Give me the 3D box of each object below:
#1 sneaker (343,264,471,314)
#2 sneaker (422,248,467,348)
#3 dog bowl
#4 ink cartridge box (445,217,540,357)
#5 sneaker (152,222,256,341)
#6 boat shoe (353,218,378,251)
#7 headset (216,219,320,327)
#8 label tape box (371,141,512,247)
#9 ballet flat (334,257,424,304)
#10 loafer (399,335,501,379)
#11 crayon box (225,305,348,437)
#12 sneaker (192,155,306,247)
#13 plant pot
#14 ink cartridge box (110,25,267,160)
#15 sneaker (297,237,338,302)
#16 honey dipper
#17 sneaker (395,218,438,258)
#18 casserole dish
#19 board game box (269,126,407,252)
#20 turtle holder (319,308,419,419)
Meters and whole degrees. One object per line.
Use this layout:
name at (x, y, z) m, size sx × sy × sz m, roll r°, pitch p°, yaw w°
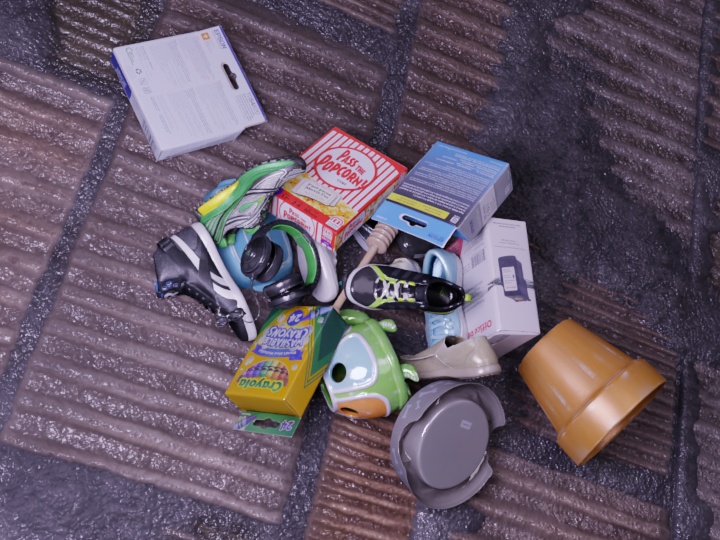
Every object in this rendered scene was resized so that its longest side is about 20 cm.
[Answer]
sneaker at (0.076, 0.026, 1.553) m, size 0.199 × 0.083 × 0.072 m, roll 5°, pitch 83°, yaw -18°
sneaker at (0.125, 0.060, 1.648) m, size 0.082 × 0.074 × 0.201 m, roll 21°, pitch 60°, yaw -53°
dog bowl at (0.130, 0.260, 1.542) m, size 0.199 × 0.059 × 0.201 m, roll -12°, pitch 110°, yaw -34°
ink cartridge box at (0.217, 0.033, 1.676) m, size 0.084 × 0.145 × 0.201 m, roll 6°, pitch 67°, yaw -22°
sneaker at (-0.247, 0.037, 1.531) m, size 0.112 × 0.073 × 0.201 m, roll -27°, pitch 83°, yaw -17°
boat shoe at (-0.015, -0.119, 1.687) m, size 0.072 × 0.068 × 0.200 m, roll -35°, pitch 85°, yaw -31°
headset at (-0.139, 0.012, 1.506) m, size 0.124 × 0.094 × 0.200 m, roll 52°, pitch 44°, yaw -17°
label tape box at (0.134, -0.110, 1.631) m, size 0.143 × 0.066 × 0.200 m, roll 22°, pitch 59°, yaw 31°
ballet flat at (0.045, 0.015, 1.656) m, size 0.199 × 0.068 × 0.068 m, roll -14°, pitch 75°, yaw -27°
loafer at (0.138, 0.135, 1.573) m, size 0.075 × 0.199 × 0.069 m, roll 5°, pitch 81°, yaw -44°
crayon box at (-0.116, 0.145, 1.497) m, size 0.052 × 0.125 × 0.200 m, roll 51°, pitch 52°, yaw -37°
sneaker at (-0.157, -0.108, 1.537) m, size 0.085 × 0.200 × 0.078 m, roll 57°, pitch 23°, yaw 3°
plant pot at (0.366, 0.187, 1.662) m, size 0.200 × 0.200 × 0.183 m, roll -32°, pitch 67°, yaw -30°
ink cartridge box at (-0.283, -0.296, 1.665) m, size 0.199 × 0.041 × 0.200 m, roll -20°, pitch 77°, yaw -29°
sneaker at (-0.059, -0.043, 1.627) m, size 0.088 × 0.075 × 0.201 m, roll -4°, pitch 60°, yaw -32°
honey dipper at (0.000, 0.000, 1.590) m, size 0.038 × 0.038 × 0.200 m, roll 36°, pitch 58°, yaw -5°
sneaker at (0.151, -0.094, 1.703) m, size 0.200 × 0.115 × 0.075 m, roll -29°, pitch 85°, yaw -41°
casserole dish at (-0.176, -0.064, 1.614) m, size 0.121 × 0.039 × 0.201 m, roll -14°, pitch 76°, yaw -26°
board game box at (-0.042, -0.134, 1.621) m, size 0.151 × 0.046 × 0.200 m, roll 31°, pitch 51°, yaw 18°
turtle holder at (-0.003, 0.139, 1.544) m, size 0.131 × 0.141 × 0.186 m, roll -20°, pitch 89°, yaw -12°
